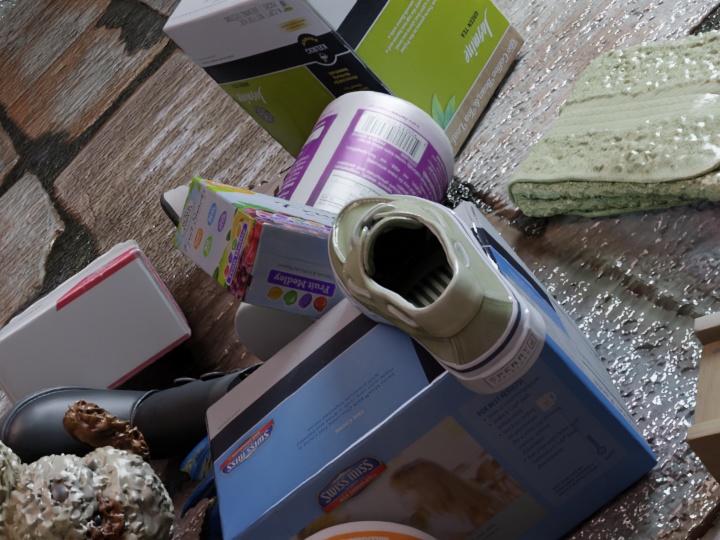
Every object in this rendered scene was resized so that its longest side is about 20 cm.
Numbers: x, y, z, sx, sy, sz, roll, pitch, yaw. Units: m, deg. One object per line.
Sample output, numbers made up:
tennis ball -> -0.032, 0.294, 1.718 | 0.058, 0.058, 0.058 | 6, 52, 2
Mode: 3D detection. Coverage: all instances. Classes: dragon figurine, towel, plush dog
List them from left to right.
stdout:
plush dog -> -0.200, 0.171, 0.947 | 0.171, 0.161, 0.201 | -13, 50, -4
dragon figurine -> -0.081, 0.137, 0.969 | 0.200, 0.099, 0.059 | -38, 26, 14
towel -> 0.192, -0.099, 0.986 | 0.200, 0.036, 0.149 | -2, 48, 55

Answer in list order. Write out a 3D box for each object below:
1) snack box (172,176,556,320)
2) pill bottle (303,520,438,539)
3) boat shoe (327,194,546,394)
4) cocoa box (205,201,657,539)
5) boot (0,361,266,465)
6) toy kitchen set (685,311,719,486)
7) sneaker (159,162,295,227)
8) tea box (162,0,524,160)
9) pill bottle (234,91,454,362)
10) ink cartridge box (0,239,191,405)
snack box -> 0.000, 0.000, 0.941 | 0.142, 0.199, 0.053 | 29, 104, 63
pill bottle -> 0.010, 0.220, 0.703 | 0.112, 0.112, 0.200 | -37, 27, 16
boat shoe -> 0.027, -0.006, 0.758 | 0.072, 0.062, 0.200 | -45, 28, -4
cocoa box -> 0.033, 0.091, 0.830 | 0.200, 0.133, 0.131 | -39, 28, 11
boot -> -0.137, 0.105, 1.056 | 0.200, 0.164, 0.066 | -9, 88, 49
toy kitchen set -> 0.222, -0.034, 0.682 | 0.199, 0.181, 0.164 | -20, 34, 34
sneaker -> -0.092, -0.048, 1.309 | 0.115, 0.076, 0.200 | -39, 33, -8
tea box -> -0.015, -0.191, 1.238 | 0.200, 0.197, 0.134 | -2, 49, 54
pill bottle -> -0.013, -0.024, 1.092 | 0.112, 0.112, 0.200 | -16, 38, 45
ink cartridge box -> -0.220, 0.049, 1.239 | 0.145, 0.084, 0.200 | -35, 8, -5
